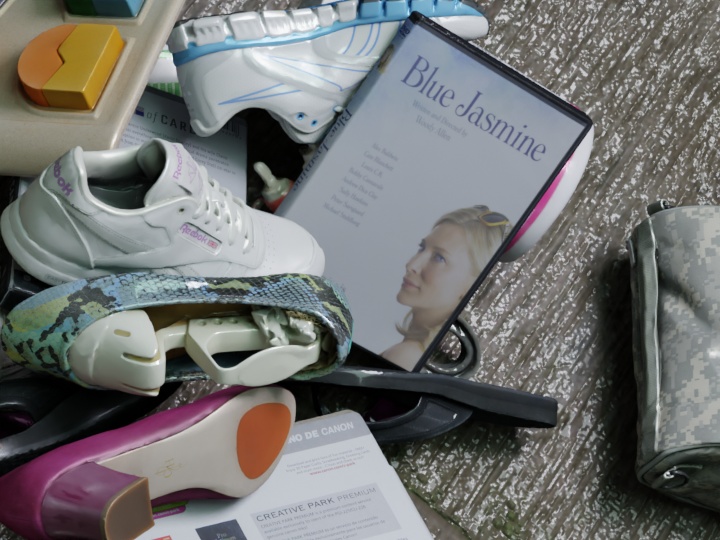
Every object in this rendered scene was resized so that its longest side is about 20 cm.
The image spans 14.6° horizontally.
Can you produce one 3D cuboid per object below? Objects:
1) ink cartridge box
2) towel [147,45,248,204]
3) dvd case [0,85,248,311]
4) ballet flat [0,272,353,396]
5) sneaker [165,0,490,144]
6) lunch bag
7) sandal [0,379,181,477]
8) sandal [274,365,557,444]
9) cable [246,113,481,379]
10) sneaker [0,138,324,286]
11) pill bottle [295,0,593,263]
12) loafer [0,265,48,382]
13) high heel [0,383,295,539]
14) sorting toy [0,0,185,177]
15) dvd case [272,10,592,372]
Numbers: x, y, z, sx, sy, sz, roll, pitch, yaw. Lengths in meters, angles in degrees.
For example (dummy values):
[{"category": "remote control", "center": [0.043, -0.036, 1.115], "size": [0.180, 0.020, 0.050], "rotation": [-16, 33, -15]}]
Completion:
[{"category": "ink cartridge box", "center": [-0.056, 0.188, 1.625], "size": [0.200, 0.084, 0.176], "rotation": [-11, 57, -32]}, {"category": "towel", "center": [-0.137, -0.050, 1.739], "size": [0.152, 0.023, 0.200], "rotation": [-3, 69, -30]}, {"category": "dvd case", "center": [-0.138, -0.036, 1.674], "size": [0.150, 0.025, 0.200], "rotation": [20, 44, -21]}, {"category": "ballet flat", "center": [-0.099, 0.039, 1.569], "size": [0.200, 0.074, 0.074], "rotation": [-7, 70, -10]}, {"category": "sneaker", "center": [-0.017, -0.122, 1.705], "size": [0.200, 0.075, 0.087], "rotation": [-9, 96, -8]}, {"category": "lunch bag", "center": [0.255, 0.059, 1.827], "size": [0.168, 0.139, 0.200], "rotation": [14, 61, -23]}, {"category": "sandal", "center": [-0.191, 0.087, 1.612], "size": [0.200, 0.075, 0.048], "rotation": [-25, 78, -43]}, {"category": "sandal", "center": [0.033, 0.089, 1.739], "size": [0.200, 0.075, 0.048], "rotation": [10, 81, -24]}, {"category": "cable", "center": [0.000, 0.000, 1.754], "size": [0.097, 0.050, 0.200], "rotation": [-34, 101, -9]}, {"category": "sneaker", "center": [-0.099, -0.023, 1.598], "size": [0.200, 0.100, 0.075], "rotation": [9, 48, -32]}, {"category": "pill bottle", "center": [0.040, -0.100, 1.801], "size": [0.200, 0.113, 0.113], "rotation": [31, 57, -12]}, {"category": "loafer", "center": [-0.220, 0.037, 1.615], "size": [0.200, 0.070, 0.070], "rotation": [-28, 77, -29]}, {"category": "high heel", "center": [-0.122, 0.101, 1.584], "size": [0.200, 0.096, 0.068], "rotation": [-21, 115, -53]}, {"category": "sorting toy", "center": [-0.200, -0.148, 1.675], "size": [0.185, 0.036, 0.200], "rotation": [5, 58, 23]}, {"category": "dvd case", "center": [0.033, -0.044, 1.713], "size": [0.143, 0.200, 0.018], "rotation": [28, 13, -27]}]
